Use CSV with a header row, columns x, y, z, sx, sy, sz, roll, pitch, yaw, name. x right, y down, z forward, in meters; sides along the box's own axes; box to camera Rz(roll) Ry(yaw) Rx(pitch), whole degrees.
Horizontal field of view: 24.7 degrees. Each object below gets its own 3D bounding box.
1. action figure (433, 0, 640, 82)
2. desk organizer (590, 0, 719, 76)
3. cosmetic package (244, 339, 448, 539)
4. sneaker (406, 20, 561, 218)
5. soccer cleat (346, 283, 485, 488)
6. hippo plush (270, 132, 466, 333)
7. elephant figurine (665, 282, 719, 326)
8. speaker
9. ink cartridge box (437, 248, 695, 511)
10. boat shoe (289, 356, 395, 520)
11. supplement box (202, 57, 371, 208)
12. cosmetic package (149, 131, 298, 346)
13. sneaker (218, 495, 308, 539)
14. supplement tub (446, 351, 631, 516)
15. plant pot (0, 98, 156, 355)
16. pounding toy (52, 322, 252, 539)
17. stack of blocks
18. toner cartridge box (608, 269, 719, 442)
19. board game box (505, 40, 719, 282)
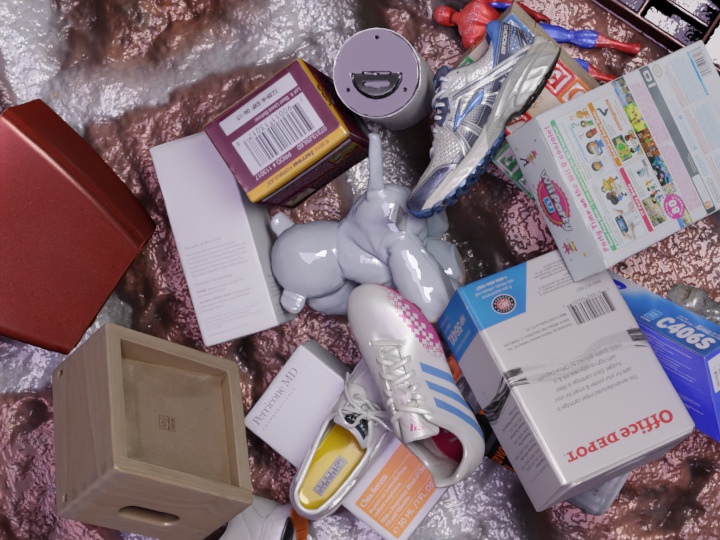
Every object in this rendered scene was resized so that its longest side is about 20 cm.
x,y,z,sx,sy,sz,roll,pitch,yaw,name
0.166,-0.221,1.589,0.198,0.052,0.066,18,90,1,action figure
0.304,-0.245,1.555,0.199,0.077,0.072,34,96,6,desk organizer
-0.005,0.169,1.617,0.200,0.071,0.102,38,97,6,cosmetic package
0.094,-0.138,1.486,0.085,0.077,0.201,35,85,7,sneaker
0.047,0.104,1.480,0.070,0.086,0.201,-29,98,30,soccer cleat
0.000,0.000,1.561,0.160,0.200,0.160,-22,67,16,hippo plush
0.379,0.101,1.533,0.198,0.142,0.157,0,76,2,elephant figurine
0.026,-0.176,1.535,0.080,0.200,0.082,0,92,7,speaker
0.180,0.093,1.465,0.145,0.084,0.201,-19,71,-22,ink cartridge box
-0.003,0.142,1.533,0.074,0.086,0.202,36,84,4,boat shoe
-0.061,-0.125,1.549,0.110,0.200,0.086,-34,86,7,supplement box
-0.132,-0.035,1.609,0.081,0.113,0.202,-18,88,8,cosmetic package
-0.120,0.318,1.647,0.091,0.076,0.202,18,94,24,sneaker
0.169,0.136,1.565,0.199,0.123,0.123,29,96,7,supplement tub
-0.311,-0.030,1.602,0.176,0.200,0.201,35,96,-6,plant pot
-0.193,0.185,1.576,0.142,0.199,0.185,-38,47,36,pounding toy
0.175,-0.140,1.556,0.200,0.059,0.115,43,110,-8,stack of blocks
0.272,0.073,1.503,0.043,0.200,0.096,-27,120,-19,toner cartridge box
0.250,-0.099,1.476,0.199,0.064,0.148,-25,88,-26,board game box
